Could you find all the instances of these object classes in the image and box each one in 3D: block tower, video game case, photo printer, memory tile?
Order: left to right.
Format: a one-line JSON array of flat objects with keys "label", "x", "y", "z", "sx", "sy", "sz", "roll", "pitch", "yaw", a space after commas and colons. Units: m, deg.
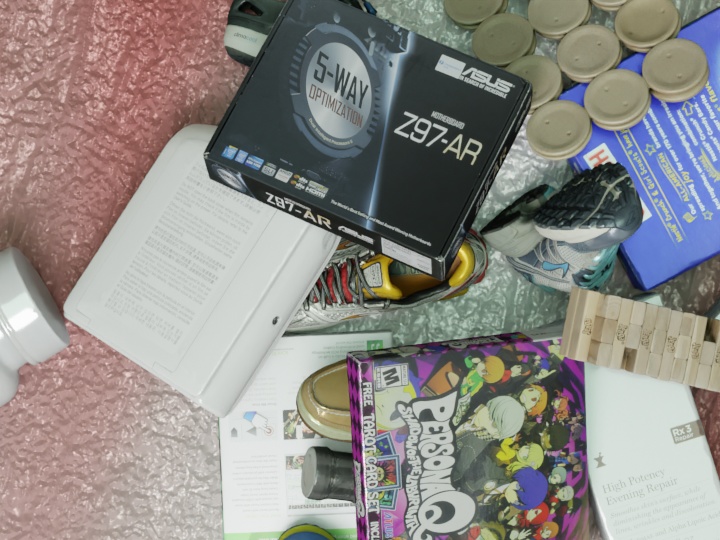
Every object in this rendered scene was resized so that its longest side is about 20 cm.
[{"label": "photo printer", "x": -0.116, "y": -0.009, "z": 1.533, "sx": 0.166, "sy": 0.069, "sz": 0.200, "roll": 29, "pitch": 84, "yaw": 29}, {"label": "video game case", "x": 0.083, "y": 0.150, "z": 1.486, "sx": 0.181, "sy": 0.036, "sz": 0.201, "roll": -6, "pitch": 101, "yaw": -17}, {"label": "memory tile", "x": 0.166, "y": -0.183, "z": 1.534, "sx": 0.153, "sy": 0.017, "sz": 0.200, "roll": -29, "pitch": 56, "yaw": 2}, {"label": "block tower", "x": 0.252, "y": 0.060, "z": 1.472, "sx": 0.199, "sy": 0.054, "sz": 0.058, "roll": 11, "pitch": 92, "yaw": -15}]

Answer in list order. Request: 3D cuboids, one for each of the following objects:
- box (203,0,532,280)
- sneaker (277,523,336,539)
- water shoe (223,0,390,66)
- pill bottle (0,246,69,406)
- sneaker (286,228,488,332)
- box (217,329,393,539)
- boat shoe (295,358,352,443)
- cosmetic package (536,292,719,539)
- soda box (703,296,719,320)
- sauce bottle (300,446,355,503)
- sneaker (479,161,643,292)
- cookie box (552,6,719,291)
[{"label": "box", "x": 0.007, "y": -0.104, "z": 1.478, "sx": 0.200, "sy": 0.044, "sz": 0.161, "roll": 25, "pitch": 72, "yaw": 11}, {"label": "sneaker", "x": 0.005, "y": 0.283, "z": 1.535, "sx": 0.066, "sy": 0.078, "sz": 0.200, "roll": -41, "pitch": 107, "yaw": 13}, {"label": "water shoe", "x": -0.007, "y": -0.186, "z": 1.561, "sx": 0.199, "sy": 0.072, "sz": 0.079, "roll": 12, "pitch": 88, "yaw": 1}, {"label": "pill bottle", "x": -0.334, "y": 0.070, "z": 1.542, "sx": 0.200, "sy": 0.120, "sz": 0.120, "roll": -30, "pitch": 89, "yaw": 1}, {"label": "sneaker", "x": 0.000, "y": 0.000, "z": 1.553, "sx": 0.199, "sy": 0.082, "sz": 0.078, "roll": -14, "pitch": 90, "yaw": 4}, {"label": "box", "x": -0.041, "y": 0.150, "z": 1.578, "sx": 0.144, "sy": 0.036, "sz": 0.201, "roll": -2, "pitch": 88, "yaw": 1}, {"label": "boat shoe", "x": 0.050, "y": 0.082, "z": 1.521, "sx": 0.199, "sy": 0.076, "sz": 0.072, "roll": -7, "pitch": 63, "yaw": -24}, {"label": "cosmetic package", "x": 0.215, "y": 0.126, "z": 1.553, "sx": 0.101, "sy": 0.074, "sz": 0.201, "roll": -19, "pitch": 90, "yaw": 1}, {"label": "soda box", "x": 0.349, "y": 0.098, "z": 1.554, "sx": 0.200, "sy": 0.064, "sz": 0.068, "roll": 41, "pitch": 89, "yaw": 1}, {"label": "sauce bottle", "x": 0.053, "y": 0.168, "z": 1.536, "sx": 0.199, "sy": 0.065, "sz": 0.065, "roll": 8, "pitch": 90, "yaw": -15}, {"label": "sneaker", "x": 0.171, "y": -0.024, "z": 1.502, "sx": 0.078, "sy": 0.200, "sz": 0.086, "roll": -42, "pitch": 101, "yaw": -15}, {"label": "cookie box", "x": 0.266, "y": -0.104, "z": 1.551, "sx": 0.200, "sy": 0.075, "sz": 0.172, "roll": -28, "pitch": 89, "yaw": 1}]
